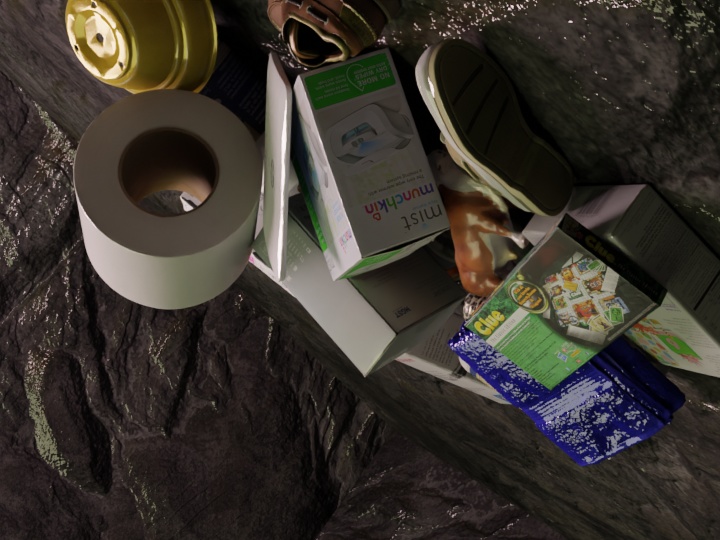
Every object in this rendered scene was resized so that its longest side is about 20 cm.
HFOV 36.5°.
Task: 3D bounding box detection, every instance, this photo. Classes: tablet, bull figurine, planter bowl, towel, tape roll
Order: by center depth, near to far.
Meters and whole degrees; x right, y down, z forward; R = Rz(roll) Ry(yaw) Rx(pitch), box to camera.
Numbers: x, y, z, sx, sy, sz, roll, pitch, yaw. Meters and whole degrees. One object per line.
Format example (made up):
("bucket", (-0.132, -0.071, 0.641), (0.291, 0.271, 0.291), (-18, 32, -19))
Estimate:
("towel", (0.197, 0.102, 1.065), (0.200, 0.050, 0.148), (42, 129, -8))
("bull figurine", (0.127, -0.042, 1.079), (0.121, 0.065, 0.201), (25, 150, 36))
("tablet", (-0.085, -0.105, 1.096), (0.013, 0.203, 0.130), (-2, -154, -11))
("planter bowl", (-0.255, -0.262, 1.171), (0.198, 0.083, 0.203), (20, 129, 27))
("tape roll", (-0.210, -0.077, 1.201), (0.202, 0.203, 0.140), (36, 154, 7))

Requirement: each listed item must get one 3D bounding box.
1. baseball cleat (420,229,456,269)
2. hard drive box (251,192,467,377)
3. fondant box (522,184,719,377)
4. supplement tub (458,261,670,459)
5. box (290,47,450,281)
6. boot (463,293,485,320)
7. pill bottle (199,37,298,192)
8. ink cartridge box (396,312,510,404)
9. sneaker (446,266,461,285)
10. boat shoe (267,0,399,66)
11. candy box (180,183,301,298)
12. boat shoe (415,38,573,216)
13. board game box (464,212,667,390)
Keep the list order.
("baseball cleat", (0.033, -0.044, 1.338), (0.200, 0.107, 0.069), (40, -153, 23))
("hard drive box", (0.000, 0.000, 1.235), (0.200, 0.077, 0.155), (48, -144, 15))
("fondant box", (0.255, 0.010, 0.956), (0.200, 0.058, 0.144), (43, 168, -19))
("supplement tub", (0.222, 0.097, 1.191), (0.199, 0.145, 0.145), (34, 169, 16))
("box", (0.000, -0.095, 1.066), (0.200, 0.096, 0.179), (149, 103, -79))
("boot", (0.228, 0.109, 1.426), (0.204, 0.074, 0.153), (50, 167, -33))
("pill bottle", (-0.150, -0.182, 1.320), (0.199, 0.120, 0.120), (40, 169, -14))
("ink cartridge box", (0.146, 0.118, 1.560), (0.198, 0.085, 0.145), (22, 172, -8))
("sneaker", (0.086, -0.012, 1.443), (0.091, 0.069, 0.200), (64, 174, -1))
("boat shoe", (-0.044, -0.219, 0.953), (0.072, 0.068, 0.199), (41, 170, -24))
("candy box", (-0.107, -0.092, 1.422), (0.199, 0.168, 0.072), (37, 170, 3))
("boat shoe", (0.099, -0.113, 0.907), (0.068, 0.075, 0.200), (16, 157, 49))
("board game box", (0.171, 0.034, 0.945), (0.104, 0.024, 0.200), (35, 149, 0))
